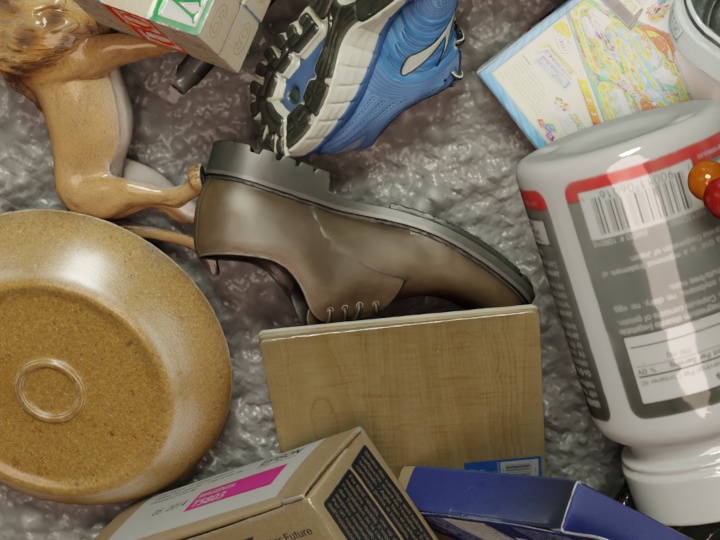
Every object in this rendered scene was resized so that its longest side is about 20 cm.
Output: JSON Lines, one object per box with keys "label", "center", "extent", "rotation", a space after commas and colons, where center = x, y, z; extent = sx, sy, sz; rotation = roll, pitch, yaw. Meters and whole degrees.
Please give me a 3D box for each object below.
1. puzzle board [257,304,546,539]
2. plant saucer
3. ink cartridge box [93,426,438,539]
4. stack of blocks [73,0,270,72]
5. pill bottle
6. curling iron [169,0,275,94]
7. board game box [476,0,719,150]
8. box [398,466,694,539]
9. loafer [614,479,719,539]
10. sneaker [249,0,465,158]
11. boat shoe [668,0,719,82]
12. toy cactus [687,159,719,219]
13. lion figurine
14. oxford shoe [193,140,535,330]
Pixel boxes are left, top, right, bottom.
{"label": "puzzle board", "center": [0.030, 0.097, 0.984], "extent": [0.151, 0.017, 0.200], "rotation": [-6, 133, 2]}
{"label": "plant saucer", "center": [-0.176, 0.062, 0.998], "extent": [0.200, 0.035, 0.200], "rotation": [4, 118, 7]}
{"label": "ink cartridge box", "center": [-0.042, 0.194, 0.985], "extent": [0.200, 0.075, 0.165], "rotation": [-22, 107, 38]}
{"label": "stack of blocks", "center": [-0.056, -0.207, 0.870], "extent": [0.115, 0.059, 0.200], "rotation": [22, 84, 20]}
{"label": "pill bottle", "center": [0.162, 0.022, 0.897], "extent": [0.114, 0.114, 0.200], "rotation": [-17, 100, 8]}
{"label": "curling iron", "center": [-0.039, -0.176, 0.914], "extent": [0.026, 0.050, 0.200], "rotation": [38, 88, 22]}
{"label": "board game box", "center": [0.178, -0.074, 0.951], "extent": [0.134, 0.034, 0.200], "rotation": [-37, 95, 12]}
{"label": "box", "center": [0.117, 0.144, 0.923], "extent": [0.121, 0.200, 0.032], "rotation": [28, 75, -26]}
{"label": "loafer", "center": [0.189, 0.121, 1.008], "extent": [0.072, 0.063, 0.200], "rotation": [14, 113, -43]}
{"label": "sneaker", "center": [0.021, -0.143, 0.926], "extent": [0.200, 0.089, 0.079], "rotation": [-54, 54, 30]}
{"label": "boat shoe", "center": [0.257, -0.104, 0.884], "extent": [0.200, 0.072, 0.071], "rotation": [21, 146, -14]}
{"label": "toy cactus", "center": [0.248, -0.053, 0.815], "extent": [0.200, 0.102, 0.165], "rotation": [25, 108, -47]}
{"label": "lion figurine", "center": [-0.149, -0.085, 0.959], "extent": [0.122, 0.072, 0.200], "rotation": [-6, 108, 9]}
{"label": "oxford shoe", "center": [0.000, 0.000, 0.956], "extent": [0.200, 0.073, 0.084], "rotation": [18, 81, -12]}
